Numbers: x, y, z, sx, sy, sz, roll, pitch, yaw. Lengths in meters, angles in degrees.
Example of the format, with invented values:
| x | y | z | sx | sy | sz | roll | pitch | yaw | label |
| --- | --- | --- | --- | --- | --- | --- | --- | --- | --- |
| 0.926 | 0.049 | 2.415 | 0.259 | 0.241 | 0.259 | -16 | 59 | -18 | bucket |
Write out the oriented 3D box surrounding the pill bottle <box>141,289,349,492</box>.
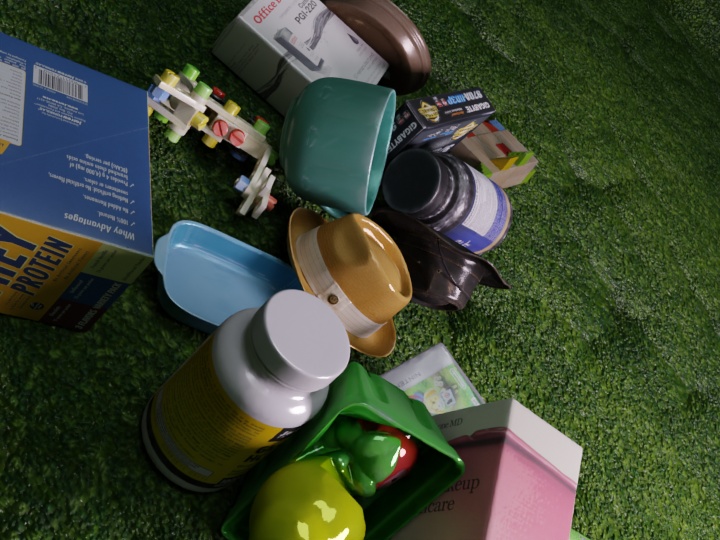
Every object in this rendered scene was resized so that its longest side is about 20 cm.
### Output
| x | y | z | sx | sy | sz | roll | pitch | yaw | label |
| --- | --- | --- | --- | --- | --- | --- | --- | --- | --- |
| -0.100 | 0.105 | 0.821 | 0.112 | 0.200 | 0.113 | 25 | 42 | -26 | pill bottle |

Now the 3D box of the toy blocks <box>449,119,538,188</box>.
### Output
| x | y | z | sx | sy | sz | roll | pitch | yaw | label |
| --- | --- | --- | --- | --- | --- | --- | --- | --- | --- |
| 0.185 | -0.191 | 1.473 | 0.137 | 0.100 | 0.200 | 49 | 36 | 17 | toy blocks |

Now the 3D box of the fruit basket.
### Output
| x | y | z | sx | sy | sz | roll | pitch | yaw | label |
| --- | --- | --- | --- | --- | --- | --- | --- | --- | --- |
| -0.025 | 0.203 | 0.813 | 0.155 | 0.216 | 0.216 | 33 | 40 | -22 | fruit basket |

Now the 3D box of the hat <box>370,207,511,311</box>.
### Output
| x | y | z | sx | sy | sz | roll | pitch | yaw | label |
| --- | --- | --- | --- | --- | --- | --- | --- | --- | --- |
| 0.087 | 0.003 | 1.191 | 0.200 | 0.201 | 0.081 | 32 | 84 | -22 | hat |

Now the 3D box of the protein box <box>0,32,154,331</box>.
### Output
| x | y | z | sx | sy | sz | roll | pitch | yaw | label |
| --- | --- | --- | --- | --- | --- | --- | --- | --- | --- |
| -0.303 | -0.082 | 0.830 | 0.198 | 0.135 | 0.200 | 18 | 47 | -36 | protein box |

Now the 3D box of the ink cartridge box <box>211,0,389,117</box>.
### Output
| x | y | z | sx | sy | sz | roll | pitch | yaw | label |
| --- | --- | --- | --- | --- | --- | --- | --- | --- | --- |
| -0.078 | -0.286 | 1.266 | 0.200 | 0.085 | 0.146 | 39 | 48 | -11 | ink cartridge box |

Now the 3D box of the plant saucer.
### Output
| x | y | z | sx | sy | sz | roll | pitch | yaw | label |
| --- | --- | --- | --- | --- | --- | --- | --- | --- | --- |
| 0.008 | -0.318 | 1.324 | 0.200 | 0.200 | 0.030 | 40 | 67 | -13 | plant saucer |

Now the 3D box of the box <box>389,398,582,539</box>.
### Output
| x | y | z | sx | sy | sz | roll | pitch | yaw | label |
| --- | --- | --- | --- | --- | --- | --- | --- | --- | --- |
| 0.109 | 0.236 | 0.855 | 0.109 | 0.128 | 0.200 | 36 | 53 | -27 | box |

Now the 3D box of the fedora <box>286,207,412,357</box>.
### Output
| x | y | z | sx | sy | sz | roll | pitch | yaw | label |
| --- | --- | --- | --- | --- | --- | --- | --- | --- | --- |
| 0.000 | 0.000 | 1.081 | 0.201 | 0.082 | 0.201 | 45 | 25 | -28 | fedora |

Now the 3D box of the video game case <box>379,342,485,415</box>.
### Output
| x | y | z | sx | sy | sz | roll | pitch | yaw | label |
| --- | --- | --- | --- | --- | --- | --- | --- | --- | --- |
| 0.069 | 0.194 | 0.979 | 0.182 | 0.022 | 0.200 | -26 | 69 | -24 | video game case |

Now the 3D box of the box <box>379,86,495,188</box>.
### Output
| x | y | z | sx | sy | sz | roll | pitch | yaw | label |
| --- | --- | --- | --- | --- | --- | --- | --- | --- | --- |
| 0.075 | -0.177 | 1.279 | 0.200 | 0.159 | 0.046 | -24 | 77 | -52 | box |

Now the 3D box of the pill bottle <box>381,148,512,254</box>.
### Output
| x | y | z | sx | sy | sz | roll | pitch | yaw | label |
| --- | --- | --- | --- | --- | --- | --- | --- | --- | --- |
| 0.115 | -0.093 | 1.249 | 0.200 | 0.112 | 0.112 | 20 | 44 | -55 | pill bottle |

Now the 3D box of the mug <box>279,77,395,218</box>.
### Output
| x | y | z | sx | sy | sz | roll | pitch | yaw | label |
| --- | --- | --- | --- | --- | --- | --- | --- | --- | --- |
| -0.033 | -0.138 | 1.126 | 0.114 | 0.186 | 0.152 | 14 | 20 | 6 | mug |

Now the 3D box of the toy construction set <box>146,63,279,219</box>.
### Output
| x | y | z | sx | sy | sz | roll | pitch | yaw | label |
| --- | --- | --- | --- | --- | --- | --- | --- | --- | --- |
| -0.159 | -0.155 | 1.074 | 0.200 | 0.092 | 0.131 | 48 | 7 | -20 | toy construction set |

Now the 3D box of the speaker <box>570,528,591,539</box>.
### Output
| x | y | z | sx | sy | sz | roll | pitch | yaw | label |
| --- | --- | --- | --- | --- | --- | --- | --- | --- | --- |
| 0.228 | 0.331 | 1.060 | 0.200 | 0.088 | 0.089 | 32 | 40 | -22 | speaker |

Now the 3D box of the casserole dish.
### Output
| x | y | z | sx | sy | sz | roll | pitch | yaw | label |
| --- | --- | --- | --- | --- | --- | --- | --- | --- | --- |
| -0.136 | 0.025 | 0.991 | 0.200 | 0.039 | 0.121 | 25 | 43 | -30 | casserole dish |
